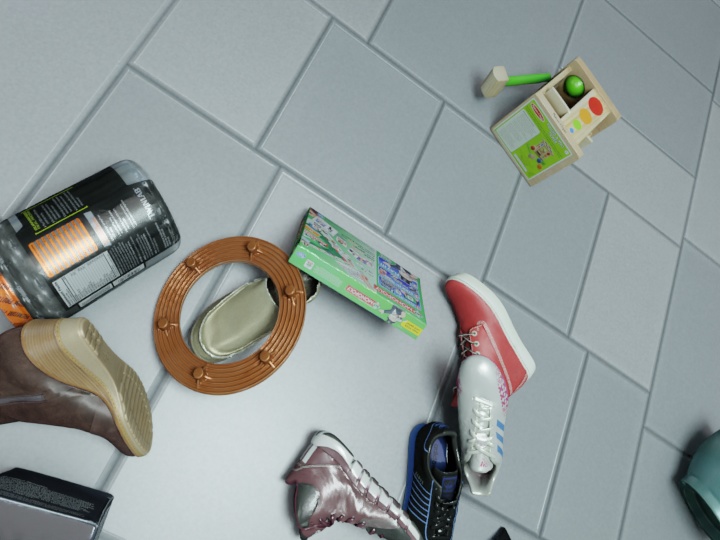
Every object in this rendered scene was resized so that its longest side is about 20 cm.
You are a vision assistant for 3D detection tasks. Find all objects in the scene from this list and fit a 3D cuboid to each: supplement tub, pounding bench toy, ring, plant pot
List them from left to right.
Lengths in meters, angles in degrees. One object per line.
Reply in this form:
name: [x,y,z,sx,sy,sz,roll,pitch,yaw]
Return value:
supplement tub: [-0.316,-0.029,0.636,0.198,0.122,0.124,-36,92,-25]
ring: [-0.161,0.047,0.683,0.194,0.019,0.206,-3,64,7]
pounding bench toy: [0.316,-0.287,0.962,0.155,0.124,0.202,-40,94,-25]
plant pot: [0.612,0.367,0.909,0.132,0.200,0.205,-26,88,2]

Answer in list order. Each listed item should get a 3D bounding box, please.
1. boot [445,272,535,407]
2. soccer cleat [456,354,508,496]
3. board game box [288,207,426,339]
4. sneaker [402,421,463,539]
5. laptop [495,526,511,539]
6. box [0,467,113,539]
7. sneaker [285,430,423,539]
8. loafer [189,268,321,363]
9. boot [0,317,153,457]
boot: [0.162,0.118,0.833,0.143,0.072,0.202,-38,97,-24]
soccer cleat: [0.165,0.213,0.756,0.087,0.068,0.205,-64,149,-59]
board game box: [0.000,0.000,0.767,0.197,0.029,0.135,33,24,-13]
sneaker: [0.100,0.310,0.754,0.068,0.078,0.207,5,75,-21]
laptop: [0.166,0.509,0.773,0.196,0.116,0.191,-29,88,3]
box: [-0.326,0.305,0.510,0.120,0.198,0.205,21,70,-13]
sneaker: [-0.018,0.314,0.715,0.200,0.076,0.115,45,70,5]
loafer: [-0.130,0.045,0.726,0.198,0.068,0.077,-35,92,-26]
boot: [-0.336,0.144,0.616,0.162,0.073,0.204,-16,121,2]
